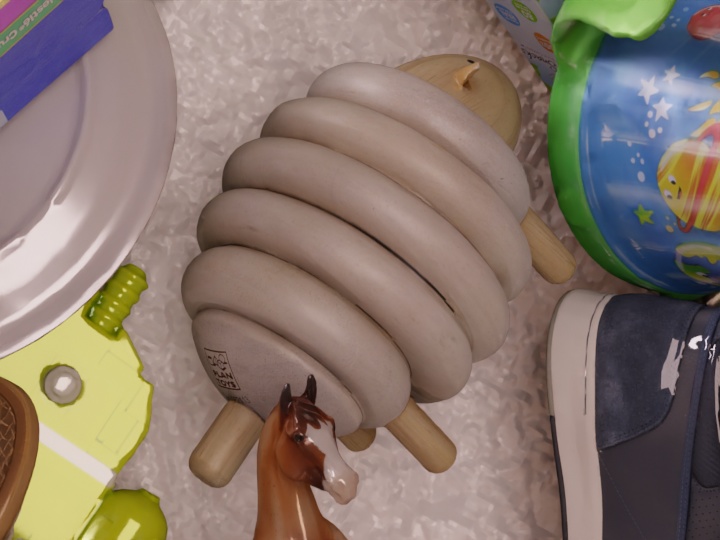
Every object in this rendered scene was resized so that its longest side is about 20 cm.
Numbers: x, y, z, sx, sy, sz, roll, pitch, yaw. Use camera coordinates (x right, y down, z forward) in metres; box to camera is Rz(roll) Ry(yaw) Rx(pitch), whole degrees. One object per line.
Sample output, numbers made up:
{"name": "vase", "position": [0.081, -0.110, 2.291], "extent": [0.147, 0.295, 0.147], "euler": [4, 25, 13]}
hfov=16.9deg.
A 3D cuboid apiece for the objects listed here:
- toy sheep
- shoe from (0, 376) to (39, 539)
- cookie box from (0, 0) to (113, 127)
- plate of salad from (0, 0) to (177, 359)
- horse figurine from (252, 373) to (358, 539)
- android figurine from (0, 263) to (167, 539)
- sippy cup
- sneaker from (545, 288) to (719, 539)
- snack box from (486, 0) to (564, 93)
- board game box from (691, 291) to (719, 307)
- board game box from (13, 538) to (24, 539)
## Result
{"name": "toy sheep", "position": [0.000, 0.000, 0.913], "extent": [0.138, 0.138, 0.201], "euler": [35, 68, -10]}
{"name": "shoe", "position": [-0.183, 0.123, 0.873], "extent": [0.070, 0.053, 0.200], "euler": [33, 82, 9]}
{"name": "cookie box", "position": [-0.215, -0.111, 0.854], "extent": [0.171, 0.075, 0.200], "euler": [-43, 73, -10]}
{"name": "plate of salad", "position": [-0.164, -0.050, 0.893], "extent": [0.199, 0.048, 0.201], "euler": [-2, 68, 6]}
{"name": "horse figurine", "position": [-0.011, 0.138, 0.888], "extent": [0.050, 0.200, 0.133], "euler": [-25, 68, -13]}
{"name": "android figurine", "position": [-0.158, 0.068, 0.918], "extent": [0.182, 0.041, 0.200], "euler": [37, 82, -9]}
{"name": "sippy cup", "position": [0.160, -0.049, 0.904], "extent": [0.177, 0.130, 0.141], "euler": [-6, 101, -31]}
{"name": "sneaker", "position": [0.153, 0.107, 0.927], "extent": [0.145, 0.077, 0.204], "euler": [0, 108, 25]}
{"name": "snack box", "position": [0.120, -0.180, 0.953], "extent": [0.200, 0.053, 0.142], "euler": [-49, 130, -10]}
{"name": "board game box", "position": [0.196, 0.088, 1.006], "extent": [0.135, 0.028, 0.201], "euler": [-33, 96, -13]}
{"name": "board game box", "position": [-0.122, 0.229, 0.883], "extent": [0.200, 0.026, 0.200], "euler": [-52, 126, -10]}
